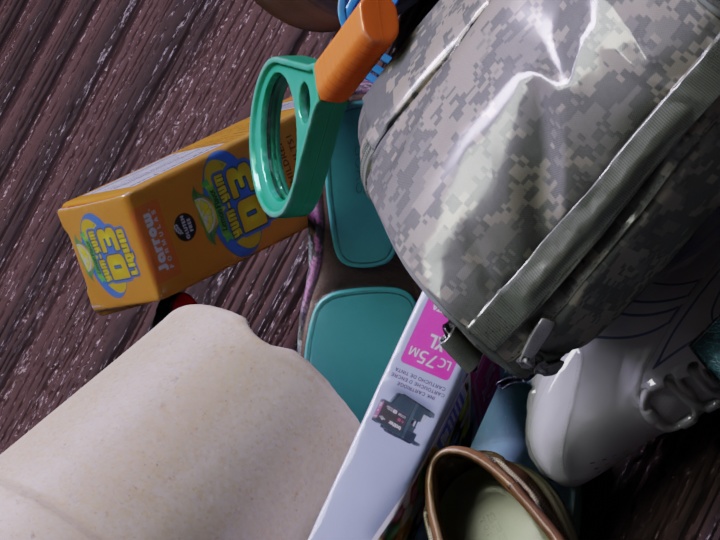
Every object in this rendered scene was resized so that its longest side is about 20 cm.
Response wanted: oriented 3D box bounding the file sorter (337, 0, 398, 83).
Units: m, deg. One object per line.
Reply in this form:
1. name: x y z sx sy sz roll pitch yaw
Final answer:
1. file sorter: 0.068 -0.131 1.459 0.139 0.122 0.200 -59 -4 -4

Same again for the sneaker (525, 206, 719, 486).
1. sneaker: 0.158 0.029 1.317 0.200 0.075 0.087 -44 41 4

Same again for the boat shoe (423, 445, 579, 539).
1. boat shoe: 0.080 0.158 1.275 0.076 0.074 0.200 -39 54 6

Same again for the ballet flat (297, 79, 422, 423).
1. ballet flat: 0.000 0.000 1.467 0.071 0.069 0.201 -104 12 -79

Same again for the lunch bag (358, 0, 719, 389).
1. lunch bag: 0.097 -0.063 1.248 0.200 0.139 0.168 -50 17 17

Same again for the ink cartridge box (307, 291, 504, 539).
1. ink cartridge box: 0.011 0.112 1.354 0.042 0.119 0.201 25 77 13

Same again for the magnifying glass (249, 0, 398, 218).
1. magnifying glass: -0.021 -0.083 1.378 0.200 0.022 0.080 136 130 -64

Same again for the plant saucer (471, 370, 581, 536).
1. plant saucer: 0.042 0.145 1.416 0.200 0.036 0.201 -33 40 32

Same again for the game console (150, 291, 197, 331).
1. game console: -0.139 0.135 1.598 0.118 0.173 0.201 0 58 21

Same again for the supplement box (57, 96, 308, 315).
1. supplement box: -0.069 -0.043 1.601 0.200 0.067 0.069 -28 14 -38

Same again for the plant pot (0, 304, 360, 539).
1. plant pot: -0.097 0.123 1.388 0.200 0.201 0.184 1 44 53

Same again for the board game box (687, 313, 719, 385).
1. board game box: 0.250 0.010 1.219 0.200 0.028 0.135 -46 57 14

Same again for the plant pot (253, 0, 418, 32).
1. plant pot: 0.033 -0.245 1.642 0.173 0.200 0.201 -5 58 41
